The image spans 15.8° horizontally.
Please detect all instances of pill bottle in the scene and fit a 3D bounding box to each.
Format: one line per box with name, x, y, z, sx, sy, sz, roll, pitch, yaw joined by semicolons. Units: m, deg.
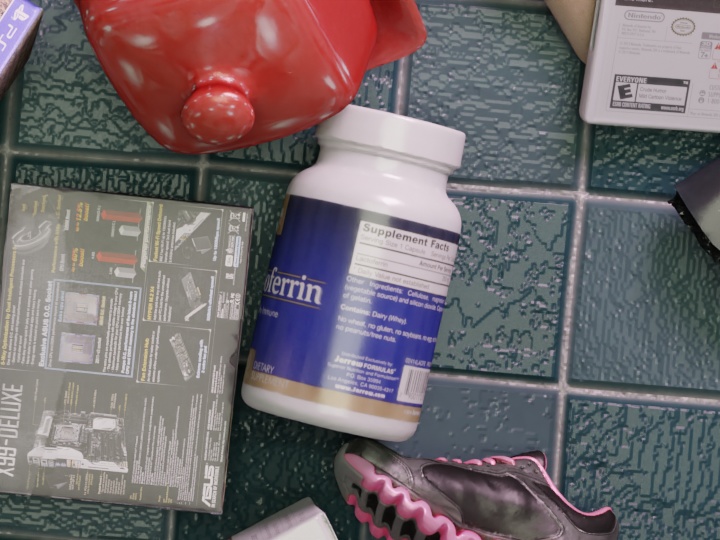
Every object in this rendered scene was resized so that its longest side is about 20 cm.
pill bottle;0.000;0.000;1.647;0.115;0.116;0.200;13;89;-4

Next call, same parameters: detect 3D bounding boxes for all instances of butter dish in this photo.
butter dish;-0.082;-0.139;1.569;0.199;0.200;0.148;-13;47;19

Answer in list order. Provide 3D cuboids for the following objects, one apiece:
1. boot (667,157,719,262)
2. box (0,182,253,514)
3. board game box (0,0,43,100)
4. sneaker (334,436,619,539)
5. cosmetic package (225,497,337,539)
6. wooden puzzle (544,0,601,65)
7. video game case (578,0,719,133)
boot;0.317;-0.031;1.692;0.168;0.076;0.200;-41;113;12
box;-0.156;0.050;1.669;0.157;0.050;0.200;5;90;-4
board game box;-0.325;-0.136;1.613;0.200;0.097;0.160;31;72;-4
sneaker;0.079;0.151;1.685;0.200;0.079;0.096;29;67;-4
cosmetic package;-0.099;0.227;1.645;0.200;0.113;0.081;-26;93;-5
wooden puzzle;0.184;-0.255;1.668;0.200;0.046;0.185;-35;117;-1
video game case;0.250;-0.176;1.670;0.200;0.023;0.182;4;111;-11
